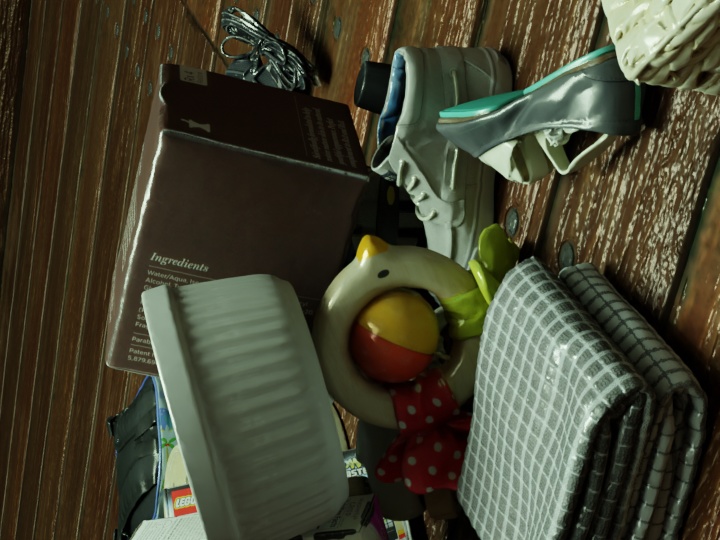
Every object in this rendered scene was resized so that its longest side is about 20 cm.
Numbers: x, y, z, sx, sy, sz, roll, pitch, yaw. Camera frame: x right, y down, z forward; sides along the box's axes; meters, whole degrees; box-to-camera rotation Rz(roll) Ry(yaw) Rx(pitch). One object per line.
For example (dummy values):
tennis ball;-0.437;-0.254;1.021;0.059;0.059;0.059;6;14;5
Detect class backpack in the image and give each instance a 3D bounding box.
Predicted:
backpack;-0.188;0.202;1.614;0.200;0.145;0.185;123;143;-58

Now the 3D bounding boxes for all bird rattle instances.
bird rattle;0.042;0.057;1.048;0.113;0.161;0.202;-92;27;-66

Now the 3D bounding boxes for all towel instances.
towel;0.126;0.115;0.929;0.166;0.084;0.202;-126;43;-58

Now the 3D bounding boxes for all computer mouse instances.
computer mouse;-0.096;-0.159;1.522;0.138;0.052;0.202;39;133;32

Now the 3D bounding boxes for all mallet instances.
mallet;0.033;-0.077;1.172;0.041;0.065;0.202;119;152;-57

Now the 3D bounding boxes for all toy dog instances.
toy dog;0.027;0.111;1.165;0.096;0.130;0.203;2;-82;-81

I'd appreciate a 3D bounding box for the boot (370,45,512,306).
boot;0.049;-0.069;1.115;0.073;0.094;0.203;-147;61;-64

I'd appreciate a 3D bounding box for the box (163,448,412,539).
box;-0.059;0.216;1.233;0.035;0.197;0.111;80;177;-60

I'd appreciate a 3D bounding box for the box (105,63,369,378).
box;-0.102;-0.031;1.182;0.166;0.162;0.202;-103;28;-64

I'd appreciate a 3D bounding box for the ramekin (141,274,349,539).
ramekin;-0.078;0.099;1.047;0.200;0.104;0.203;165;90;-84

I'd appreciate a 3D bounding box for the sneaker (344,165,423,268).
sneaker;0.000;-0.001;1.273;0.115;0.079;0.202;-132;51;-68

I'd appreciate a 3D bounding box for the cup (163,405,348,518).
cup;-0.107;0.217;1.420;0.200;0.141;0.203;-178;90;-67

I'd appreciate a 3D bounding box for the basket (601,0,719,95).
basket;0.205;-0.184;0.704;0.200;0.122;0.137;130;135;-56

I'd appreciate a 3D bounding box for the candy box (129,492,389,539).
candy box;-0.069;0.251;1.130;0.061;0.197;0.138;-57;-44;-64

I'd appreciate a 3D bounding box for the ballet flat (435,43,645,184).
ballet flat;0.117;-0.094;0.985;0.199;0.072;0.074;-13;76;58
